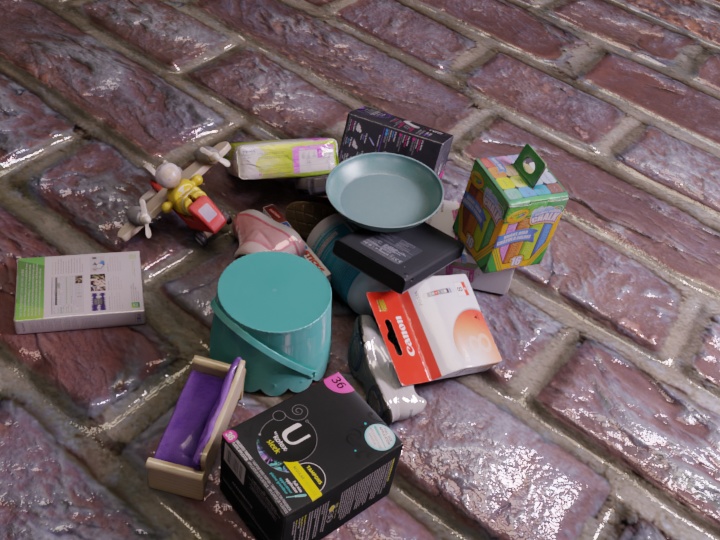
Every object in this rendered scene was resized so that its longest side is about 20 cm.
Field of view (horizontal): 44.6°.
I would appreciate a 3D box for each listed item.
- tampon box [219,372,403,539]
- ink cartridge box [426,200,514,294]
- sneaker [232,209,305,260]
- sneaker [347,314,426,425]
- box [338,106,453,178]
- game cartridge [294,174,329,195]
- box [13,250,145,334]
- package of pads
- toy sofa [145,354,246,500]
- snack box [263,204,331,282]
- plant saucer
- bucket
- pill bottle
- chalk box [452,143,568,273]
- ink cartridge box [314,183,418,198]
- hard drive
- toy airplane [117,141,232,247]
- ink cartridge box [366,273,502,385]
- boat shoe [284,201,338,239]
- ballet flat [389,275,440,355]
[{"bbox_3d":[-0.069,0.263,1.189,0.199,0.127,0.150,-25,54,-33],"label":"tampon box"},{"bbox_3d":[0.183,-0.049,1.600,0.198,0.085,0.145,12,43,0],"label":"ink cartridge box"},{"bbox_3d":[-0.188,-0.041,1.500,0.104,0.076,0.200,-37,34,-25],"label":"sneaker"},{"bbox_3d":[0.038,0.155,1.379,0.086,0.075,0.201,-2,52,-25],"label":"sneaker"},{"bbox_3d":[0.069,-0.242,1.744,0.198,0.107,0.122,20,21,11],"label":"box"},{"bbox_3d":[-0.047,-0.164,1.631,0.129,0.039,0.200,-14,9,-12],"label":"game cartridge"},{"bbox_3d":[-0.455,0.033,1.428,0.198,0.037,0.145,-3,44,-16],"label":"box"},{"bbox_3d":[-0.151,-0.214,1.677,0.198,0.069,0.154,-7,12,-16],"label":"package of pads"},{"bbox_3d":[-0.229,0.210,1.238,0.082,0.098,0.201,13,44,3],"label":"toy sofa"},{"bbox_3d":[-0.114,-0.028,1.529,0.024,0.072,0.200,-21,51,-27],"label":"snack box"},{"bbox_3d":[0.040,-0.124,1.469,0.198,0.036,0.201,2,43,-2],"label":"plant saucer"},{"bbox_3d":[-0.138,0.078,1.367,0.205,0.136,0.208,5,42,-4],"label":"bucket"},{"bbox_3d":[0.000,0.000,1.494,0.110,0.111,0.200,-21,51,-29],"label":"pill bottle"},{"bbox_3d":[0.255,-0.114,1.475,0.123,0.201,0.125,-10,47,-22],"label":"chalk box"},{"bbox_3d":[0.006,-0.130,1.604,0.172,0.044,0.200,-11,9,-14],"label":"ink cartridge box"},{"bbox_3d":[0.066,-0.036,1.441,0.139,0.033,0.200,30,33,23],"label":"hard drive"},{"bbox_3d":[-0.329,-0.145,1.560,0.197,0.141,0.201,-7,56,10],"label":"toy airplane"},{"bbox_3d":[0.119,0.088,1.388,0.199,0.050,0.163,-2,64,-44],"label":"ink cartridge box"},{"bbox_3d":[-0.040,-0.085,1.616,0.198,0.073,0.068,11,12,2],"label":"boat shoe"},{"bbox_3d":[0.099,0.079,1.462,0.074,0.075,0.201,19,44,9],"label":"ballet flat"}]
